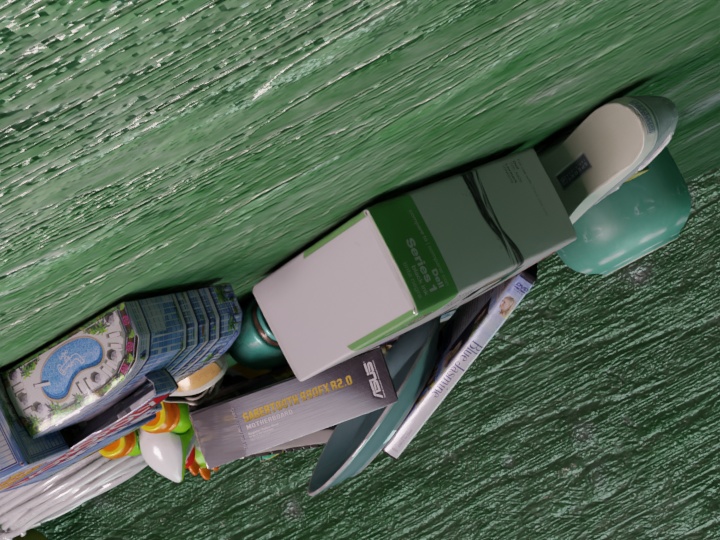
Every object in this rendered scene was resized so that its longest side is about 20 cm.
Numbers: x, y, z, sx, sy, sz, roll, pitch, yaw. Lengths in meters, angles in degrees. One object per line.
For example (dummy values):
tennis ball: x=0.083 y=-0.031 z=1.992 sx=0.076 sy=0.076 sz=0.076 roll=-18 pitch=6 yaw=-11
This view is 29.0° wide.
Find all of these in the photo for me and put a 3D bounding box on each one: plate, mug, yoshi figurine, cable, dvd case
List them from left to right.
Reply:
cable: x=-0.284 y=0.196 z=1.418 sx=0.200 sy=0.069 sz=0.200 roll=-25 pitch=173 yaw=-34
yoshi figurine: x=-0.180 y=0.129 z=1.318 sx=0.112 sy=0.112 sz=0.200 roll=-67 pitch=158 yaw=-3
plate: x=0.019 y=0.117 z=1.213 sx=0.200 sy=0.026 sz=0.200 roll=-55 pitch=-176 yaw=6
dvd case: x=0.087 y=0.059 z=1.201 sx=0.200 sy=0.018 sz=0.143 roll=-54 pitch=-176 yaw=18
mug: x=0.271 y=-0.065 z=1.465 sx=0.152 sy=0.115 sz=0.185 roll=-30 pitch=174 yaw=22

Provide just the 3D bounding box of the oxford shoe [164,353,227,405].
oxford shoe: x=-0.136 y=0.079 z=1.110 sx=0.075 sy=0.058 sz=0.200 roll=-29 pitch=176 yaw=-9

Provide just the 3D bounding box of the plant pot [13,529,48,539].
plant pot: x=-0.693 y=0.595 z=2.725 sx=0.187 sy=0.187 sz=0.200 roll=-31 pitch=-171 yaw=31

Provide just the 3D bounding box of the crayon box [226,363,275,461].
crayon box: x=-0.056 y=0.117 z=1.461 sx=0.200 sy=0.058 sz=0.119 roll=-24 pitch=-156 yaw=-27

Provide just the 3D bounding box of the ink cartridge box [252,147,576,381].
ink cartridge box: x=0.044 y=-0.007 z=1.036 sx=0.200 sy=0.084 sz=0.146 roll=-22 pitch=173 yaw=-44

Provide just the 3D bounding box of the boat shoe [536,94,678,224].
boat shoe: x=0.179 y=-0.078 z=1.121 sx=0.071 sy=0.070 sz=0.201 roll=-19 pitch=168 yaw=-40

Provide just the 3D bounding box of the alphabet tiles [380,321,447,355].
alphabet tiles: x=0.026 y=0.062 z=1.450 sx=0.195 sy=0.015 sz=0.200 roll=-12 pitch=-159 yaw=5

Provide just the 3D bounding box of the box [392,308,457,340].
box: x=0.066 y=0.032 z=1.346 sx=0.200 sy=0.042 sz=0.119 roll=-18 pitch=172 yaw=-7

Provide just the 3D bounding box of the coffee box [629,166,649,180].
coffee box: x=0.167 y=-0.063 z=1.332 sx=0.200 sy=0.044 sz=0.123 roll=-30 pitch=174 yaw=27

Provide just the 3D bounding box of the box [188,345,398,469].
box: x=-0.063 y=0.108 z=1.161 sx=0.158 sy=0.048 sz=0.200 roll=-19 pitch=180 yaw=-7

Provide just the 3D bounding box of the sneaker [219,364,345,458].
sneaker: x=-0.045 y=0.125 z=1.329 sx=0.200 sy=0.088 sz=0.076 roll=-4 pitch=174 yaw=-33

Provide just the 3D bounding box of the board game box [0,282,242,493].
board game box: x=-0.188 y=0.085 z=0.874 sx=0.200 sy=0.062 sz=0.200 roll=-30 pitch=175 yaw=19

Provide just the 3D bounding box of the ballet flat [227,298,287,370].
ballet flat: x=-0.040 y=0.041 z=1.185 sx=0.070 sy=0.067 sz=0.200 roll=-33 pitch=166 yaw=39
